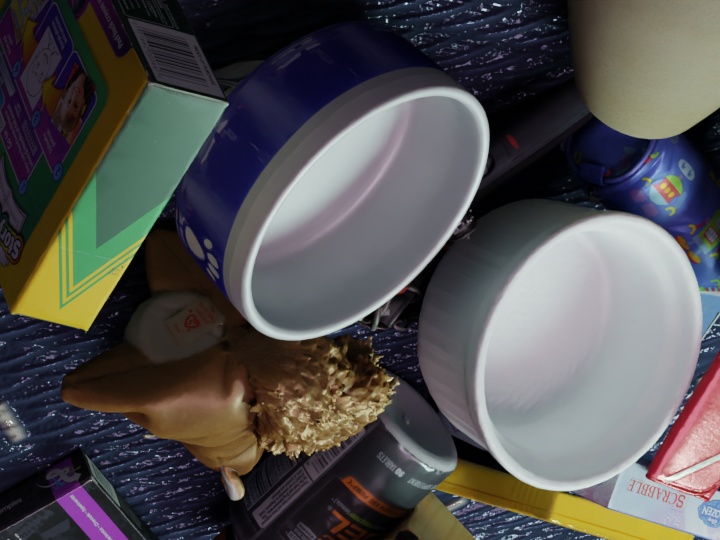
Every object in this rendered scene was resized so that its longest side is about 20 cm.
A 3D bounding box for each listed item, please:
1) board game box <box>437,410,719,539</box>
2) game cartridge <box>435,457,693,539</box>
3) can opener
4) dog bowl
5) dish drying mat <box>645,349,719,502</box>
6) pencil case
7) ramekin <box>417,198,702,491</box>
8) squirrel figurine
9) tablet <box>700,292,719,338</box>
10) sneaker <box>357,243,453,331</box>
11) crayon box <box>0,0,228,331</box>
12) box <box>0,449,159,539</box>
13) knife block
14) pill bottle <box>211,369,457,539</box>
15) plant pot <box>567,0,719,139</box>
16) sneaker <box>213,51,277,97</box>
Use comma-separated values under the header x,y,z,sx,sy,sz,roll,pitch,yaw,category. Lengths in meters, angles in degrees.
x,y,z,sx,sy,sz,roll,pitch,yaw,category
0.192,0.155,1.679,0.200,0.199,0.041,21,91,-41,board game box
0.141,0.184,1.696,0.176,0.200,0.033,20,86,-39,game cartridge
0.098,-0.083,1.487,0.200,0.079,0.063,-32,180,-7,can opener
-0.017,-0.056,1.364,0.200,0.079,0.200,-32,148,-23,dog bowl
0.282,0.076,1.550,0.077,0.018,0.200,24,104,-36,dish drying mat
0.225,-0.054,1.579,0.200,0.078,0.087,38,84,-45,pencil case
0.136,0.046,1.521,0.200,0.098,0.201,-11,111,-30,ramekin
-0.080,0.089,1.489,0.199,0.142,0.187,11,149,18,squirrel figurine
0.190,0.052,1.714,0.199,0.014,0.130,8,127,-32,tablet
0.000,0.000,1.515,0.199,0.082,0.077,8,127,-33,sneaker
-0.167,-0.097,1.247,0.058,0.200,0.173,12,125,-35,crayon box
-0.263,0.232,1.644,0.199,0.036,0.143,-30,137,1,box
0.045,0.221,1.611,0.200,0.064,0.176,-42,179,-37,knife block
-0.028,0.175,1.655,0.200,0.106,0.106,-44,135,18,pill bottle
0.207,-0.182,1.392,0.186,0.188,0.200,-9,149,-19,plant pot
-0.076,-0.093,1.390,0.199,0.077,0.076,-6,132,-25,sneaker
